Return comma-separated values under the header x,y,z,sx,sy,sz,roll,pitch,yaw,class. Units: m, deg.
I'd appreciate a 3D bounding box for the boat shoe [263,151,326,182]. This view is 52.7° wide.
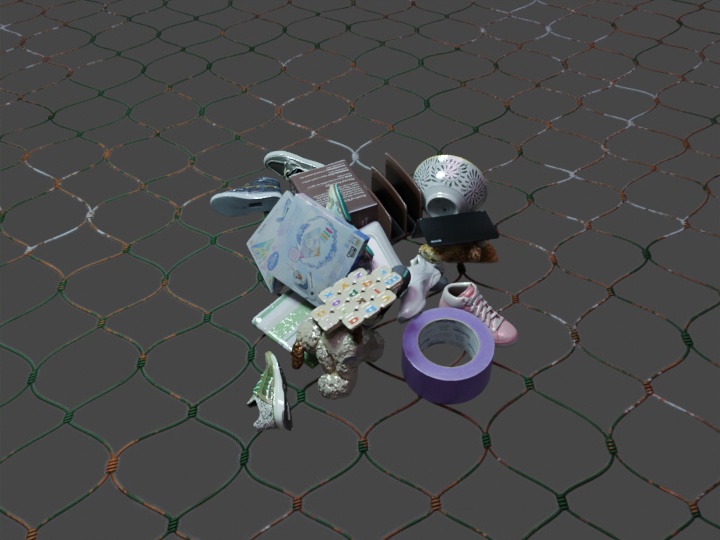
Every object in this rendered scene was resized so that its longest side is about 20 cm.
x,y,z,sx,sy,sz,roll,pitch,yaw,class
-0.189,-0.284,2.058,0.197,0.071,0.064,14,45,13,boat shoe

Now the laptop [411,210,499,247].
x,y,z,sx,sy,sz,roll,pitch,yaw,class
0.229,-0.083,1.797,0.174,0.200,0.105,-7,73,-6,laptop

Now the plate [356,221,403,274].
x,y,z,sx,sy,sz,roll,pitch,yaw,class
0.000,0.000,1.718,0.198,0.032,0.202,-27,71,-7,plate

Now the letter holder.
x,y,z,sx,sy,sz,roll,pitch,yaw,class
0.075,-0.199,1.912,0.099,0.143,0.201,-20,47,-18,letter holder

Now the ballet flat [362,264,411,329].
x,y,z,sx,sy,sz,roll,pitch,yaw,class
0.039,0.071,1.613,0.073,0.200,0.073,33,24,-17,ballet flat

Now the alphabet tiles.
x,y,z,sx,sy,sz,roll,pitch,yaw,class
-0.008,0.058,1.534,0.199,0.015,0.195,-33,28,-12,alphabet tiles

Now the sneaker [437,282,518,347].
x,y,z,sx,sy,sz,roll,pitch,yaw,class
0.266,0.095,1.639,0.198,0.106,0.075,26,48,24,sneaker

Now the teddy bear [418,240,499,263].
x,y,z,sx,sy,sz,roll,pitch,yaw,class
0.242,-0.052,1.780,0.197,0.145,0.068,-1,89,0,teddy bear

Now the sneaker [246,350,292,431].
x,y,z,sx,sy,sz,roll,pitch,yaw,class
-0.199,0.253,1.519,0.087,0.078,0.201,-15,43,-1,sneaker

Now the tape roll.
x,y,z,sx,sy,sz,roll,pitch,yaw,class
0.187,0.182,1.567,0.197,0.086,0.202,0,45,0,tape roll

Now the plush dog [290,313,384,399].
x,y,z,sx,sy,sz,roll,pitch,yaw,class
-0.062,0.149,1.558,0.170,0.162,0.200,20,49,28,plush dog

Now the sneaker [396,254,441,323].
x,y,z,sx,sy,sz,roll,pitch,yaw,class
0.116,0.043,1.656,0.080,0.070,0.201,47,41,-13,sneaker

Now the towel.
x,y,z,sx,sy,sz,roll,pitch,yaw,class
-0.133,0.131,1.672,0.199,0.031,0.149,33,56,27,towel

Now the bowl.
x,y,z,sx,sy,sz,roll,pitch,yaw,class
0.221,-0.186,1.858,0.198,0.202,0.095,11,49,13,bowl

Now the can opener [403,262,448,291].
x,y,z,sx,sy,sz,roll,pitch,yaw,class
0.114,0.021,1.753,0.197,0.053,0.067,-7,45,-5,can opener

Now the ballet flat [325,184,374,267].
x,y,z,sx,sy,sz,roll,pitch,yaw,class
-0.041,-0.098,1.686,0.071,0.202,0.069,-28,1,10,ballet flat

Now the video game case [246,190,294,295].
x,y,z,sx,sy,sz,roll,pitch,yaw,class
-0.194,-0.070,1.790,0.022,0.183,0.201,23,25,-44,video game case

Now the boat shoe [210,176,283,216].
x,y,z,sx,sy,sz,roll,pitch,yaw,class
-0.311,-0.204,1.986,0.197,0.072,0.092,-3,43,-12,boat shoe

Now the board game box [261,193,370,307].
x,y,z,sx,sy,sz,roll,pitch,yaw,class
-0.104,-0.039,1.666,0.198,0.202,0.043,33,20,14,board game box

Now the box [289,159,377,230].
x,y,z,sx,sy,sz,roll,pitch,yaw,class
-0.068,-0.142,1.841,0.162,0.167,0.201,-18,47,-17,box
